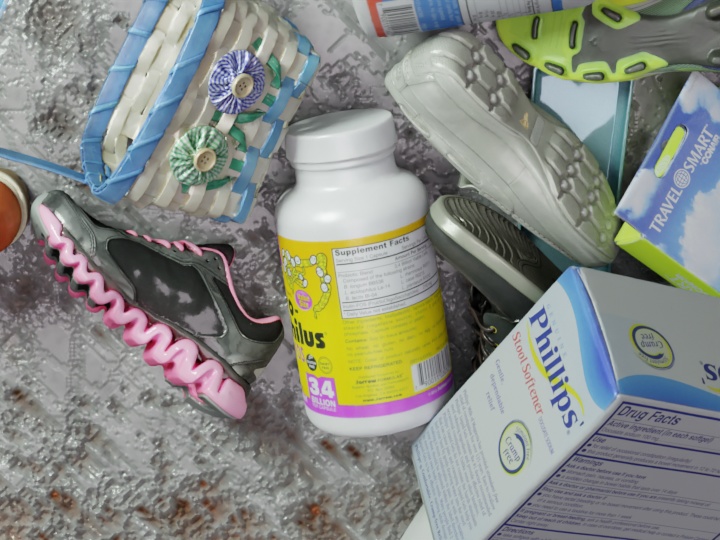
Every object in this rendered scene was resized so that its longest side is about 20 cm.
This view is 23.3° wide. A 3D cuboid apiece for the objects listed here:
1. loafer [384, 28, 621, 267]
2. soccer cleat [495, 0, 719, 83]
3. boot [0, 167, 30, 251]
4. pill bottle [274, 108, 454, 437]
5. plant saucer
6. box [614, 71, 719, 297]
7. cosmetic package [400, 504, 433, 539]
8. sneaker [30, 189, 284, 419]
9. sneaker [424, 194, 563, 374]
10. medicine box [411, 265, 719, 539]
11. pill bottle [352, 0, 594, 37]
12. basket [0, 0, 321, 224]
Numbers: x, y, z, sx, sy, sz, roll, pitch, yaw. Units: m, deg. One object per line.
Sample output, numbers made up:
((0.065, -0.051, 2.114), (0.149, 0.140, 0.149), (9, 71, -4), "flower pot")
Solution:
((0.097, -0.075, 1.150), (0.069, 0.070, 0.200), (-23, 119, 44), "loafer")
((0.189, -0.159, 1.145), (0.198, 0.084, 0.065), (2, 105, 17), "soccer cleat")
((-0.318, -0.022, 1.125), (0.198, 0.107, 0.076), (-11, 108, 1), "boot")
((0.000, 0.000, 1.154), (0.103, 0.104, 0.202), (-9, 105, -2), "pill bottle")
((0.142, -0.041, 1.198), (0.069, 0.019, 0.202), (3, 105, -4), "plant saucer")
((0.263, -0.028, 1.171), (0.199, 0.048, 0.123), (34, 75, -13), "box")
((0.048, 0.253, 1.227), (0.084, 0.108, 0.201), (31, 103, -11), "cosmetic package")
((-0.132, 0.007, 1.173), (0.200, 0.079, 0.096), (44, 76, -14), "sneaker")
((0.091, 0.040, 1.155), (0.106, 0.075, 0.200), (-41, 120, 18), "sneaker")
((0.163, 0.109, 1.118), (0.181, 0.104, 0.200), (12, 134, -31), "medicine box")
((0.092, -0.213, 1.083), (0.198, 0.112, 0.113), (-8, 106, 8), "pill bottle")
((-0.136, -0.130, 1.089), (0.198, 0.139, 0.178), (22, 104, -19), "basket")
